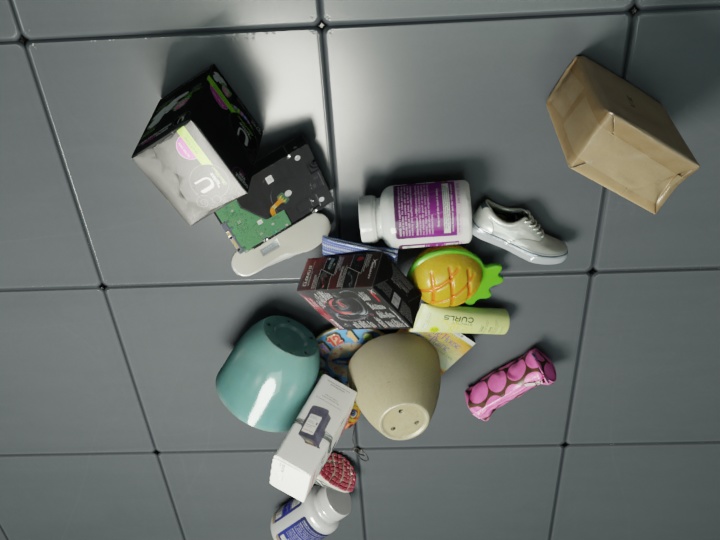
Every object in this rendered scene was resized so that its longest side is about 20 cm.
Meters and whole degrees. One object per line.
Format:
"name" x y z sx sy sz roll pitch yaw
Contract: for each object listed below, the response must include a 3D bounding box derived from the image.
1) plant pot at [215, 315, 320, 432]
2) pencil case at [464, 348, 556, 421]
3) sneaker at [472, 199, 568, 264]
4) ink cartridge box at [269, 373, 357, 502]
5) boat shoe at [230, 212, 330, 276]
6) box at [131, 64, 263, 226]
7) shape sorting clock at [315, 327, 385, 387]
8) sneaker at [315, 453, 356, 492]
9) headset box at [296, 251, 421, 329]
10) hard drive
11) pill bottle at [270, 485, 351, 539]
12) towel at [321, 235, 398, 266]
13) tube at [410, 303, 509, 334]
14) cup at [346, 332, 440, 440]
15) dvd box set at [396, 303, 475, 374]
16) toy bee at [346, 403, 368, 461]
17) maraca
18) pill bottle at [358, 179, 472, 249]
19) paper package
"plant pot" -0.170 0.193 1.545 0.197 0.202 0.163 23 116 -15
"pencil case" 0.314 0.246 1.627 0.090 0.095 0.199 38 120 -25
"sneaker" 0.297 -0.070 1.403 0.196 0.074 0.072 17 130 -11
"ink cartridge box" -0.094 0.332 1.522 0.083 0.201 0.146 26 144 9
"boat shoe" -0.148 -0.048 1.434 0.198 0.068 0.073 -33 101 -5
"box" -0.255 -0.204 1.240 0.122 0.202 0.149 -25 123 20
"shape sorting clock" -0.018 0.191 1.630 0.195 0.040 0.203 1 127 1
"sneaker" -0.101 0.469 1.825 0.197 0.082 0.075 26 139 -8
"headset box" -0.010 0.042 1.412 0.197 0.076 0.149 -5 145 38
"hard drive" -0.157 -0.128 1.342 0.198 0.038 0.141 -32 135 -4
"pill bottle" -0.118 0.602 1.892 0.119 0.121 0.199 37 120 -24
"towel" 0.000 0.000 1.442 0.141 0.024 0.201 12 152 6
"tube" 0.198 0.099 1.517 0.195 0.052 0.060 5 91 -19
"cup" 0.077 0.248 1.536 0.195 0.145 0.204 -4 126 -6
"dvd box set" 0.123 0.174 1.598 0.145 0.030 0.200 33 114 -28
"toy bee" -0.047 0.314 1.701 0.200 0.109 0.130 46 148 -14
"maraca" 0.179 0.014 1.453 0.196 0.109 0.138 12 136 -26
"pill bottle" 0.097 -0.097 1.364 0.195 0.113 0.114 -4 127 4
"paper package" 0.406 -0.217 1.211 0.187 0.202 0.104 23 126 -17
